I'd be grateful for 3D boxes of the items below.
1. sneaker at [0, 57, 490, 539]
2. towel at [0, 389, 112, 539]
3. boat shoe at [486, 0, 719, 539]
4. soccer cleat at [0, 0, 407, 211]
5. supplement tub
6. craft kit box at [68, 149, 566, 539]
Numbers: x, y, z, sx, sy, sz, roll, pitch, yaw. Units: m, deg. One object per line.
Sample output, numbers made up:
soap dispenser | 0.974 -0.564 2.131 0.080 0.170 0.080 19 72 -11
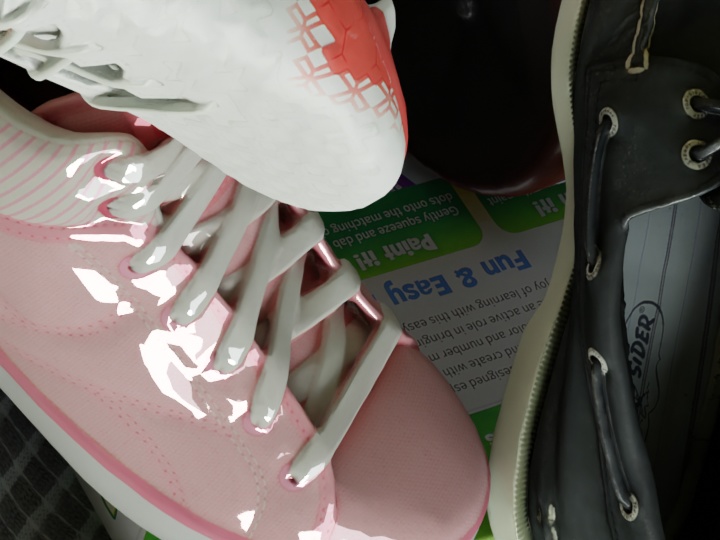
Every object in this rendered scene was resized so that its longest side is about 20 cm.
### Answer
sneaker | -0.038 -0.003 0.621 0.105 0.200 0.076 -40 -165 53
towel | -0.072 0.092 0.751 0.086 0.165 0.200 -46 -174 19
boat shoe | 0.082 -0.014 0.652 0.074 0.066 0.201 9 100 -38
soccer cleat | -0.067 -0.066 0.510 0.068 0.200 0.086 -16 -141 40
supplement tub | 0.096 -0.097 0.771 0.199 0.107 0.107 -22 162 -34
craft kit box | 0.000 0.000 0.752 0.199 0.198 0.049 -16 147 -31
